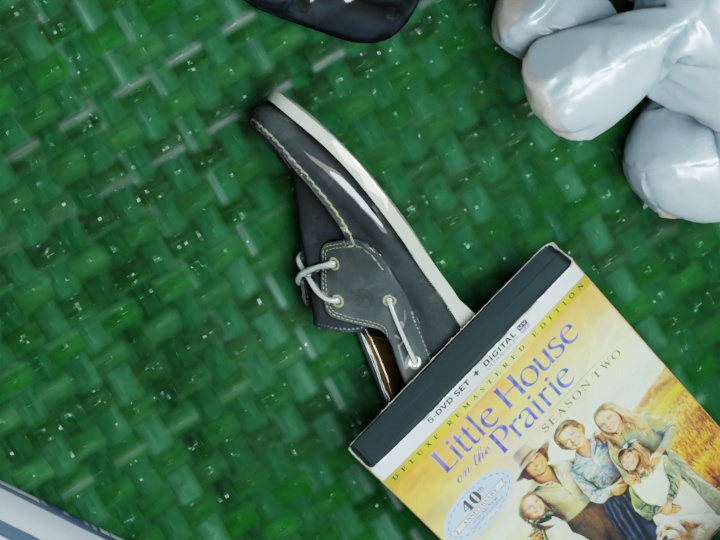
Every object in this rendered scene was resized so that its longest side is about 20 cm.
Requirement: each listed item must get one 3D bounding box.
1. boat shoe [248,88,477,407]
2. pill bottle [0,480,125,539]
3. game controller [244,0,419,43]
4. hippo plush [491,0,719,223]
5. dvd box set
[{"bbox_3d":[0.000,0.000,1.473,0.068,0.072,0.200,-35,108,-6],"label":"boat shoe"},{"bbox_3d":[-0.143,0.185,1.446,0.200,0.120,0.120,28,92,-16],"label":"pill bottle"},{"bbox_3d":[0.007,-0.215,1.461,0.104,0.042,0.200,17,96,-30],"label":"game controller"},{"bbox_3d":[0.181,-0.112,1.473,0.200,0.159,0.161,-18,137,24],"label":"hippo plush"},{"bbox_3d":[0.104,0.098,1.502,0.146,0.029,0.200,-45,126,-3],"label":"dvd box set"}]
